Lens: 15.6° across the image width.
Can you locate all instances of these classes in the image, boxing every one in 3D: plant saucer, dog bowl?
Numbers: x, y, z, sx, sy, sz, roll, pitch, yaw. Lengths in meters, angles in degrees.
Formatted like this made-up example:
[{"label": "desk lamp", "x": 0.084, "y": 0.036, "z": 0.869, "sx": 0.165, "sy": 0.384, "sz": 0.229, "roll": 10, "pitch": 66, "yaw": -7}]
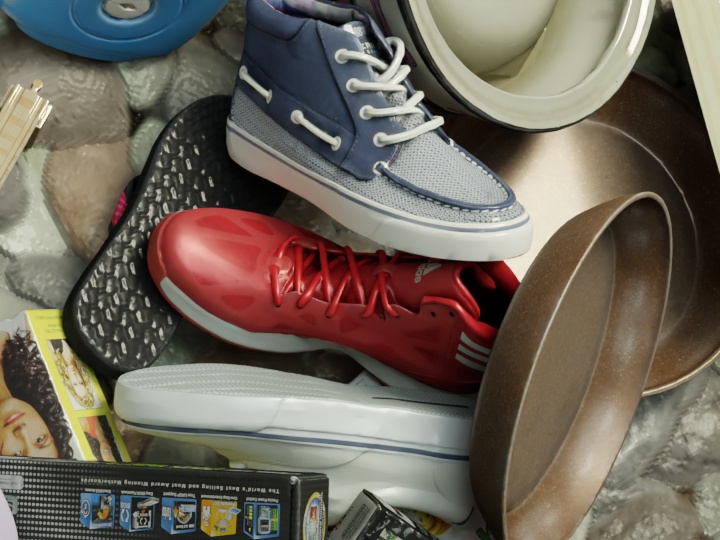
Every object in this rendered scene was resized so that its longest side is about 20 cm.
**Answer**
[{"label": "plant saucer", "x": 0.125, "y": -0.021, "z": 1.465, "sx": 0.200, "sy": 0.037, "sz": 0.201, "roll": 6, "pitch": 70, "yaw": -16}, {"label": "plant saucer", "x": 0.103, "y": 0.052, "z": 1.333, "sx": 0.034, "sy": 0.200, "sz": 0.201, "roll": 18, "pitch": 64, "yaw": 22}, {"label": "dog bowl", "x": 0.067, "y": -0.172, "z": 1.401, "sx": 0.200, "sy": 0.074, "sz": 0.201, "roll": 1, "pitch": 89, "yaw": -43}]

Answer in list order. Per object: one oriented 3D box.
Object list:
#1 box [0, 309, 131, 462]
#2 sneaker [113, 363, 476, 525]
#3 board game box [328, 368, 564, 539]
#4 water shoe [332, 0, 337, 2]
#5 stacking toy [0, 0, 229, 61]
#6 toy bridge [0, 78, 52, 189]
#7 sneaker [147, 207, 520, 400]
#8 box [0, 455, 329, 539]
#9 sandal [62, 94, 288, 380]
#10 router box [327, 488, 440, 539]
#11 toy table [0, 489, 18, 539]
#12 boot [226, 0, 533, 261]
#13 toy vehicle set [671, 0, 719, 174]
[{"label": "box", "x": -0.147, "y": 0.124, "z": 1.307, "sx": 0.075, "sy": 0.050, "sz": 0.200, "roll": -28, "pitch": 80, "yaw": 20}, {"label": "sneaker", "x": -0.027, "y": 0.092, "z": 1.319, "sx": 0.199, "sy": 0.073, "sz": 0.071, "roll": 9, "pitch": 99, "yaw": -12}, {"label": "board game box", "x": -0.005, "y": 0.140, "z": 1.371, "sx": 0.200, "sy": 0.035, "sz": 0.126, "roll": -40, "pitch": 88, "yaw": -24}, {"label": "water shoe", "x": 0.045, "y": -0.200, "z": 1.475, "sx": 0.200, "sy": 0.079, "sz": 0.072, "roll": -28, "pitch": 83, "yaw": -24}, {"label": "stacking toy", "x": -0.136, "y": -0.224, "z": 1.423, "sx": 0.116, "sy": 0.110, "sz": 0.200, "roll": 12, "pitch": 56, "yaw": -34}, {"label": "toy bridge", "x": -0.208, "y": -0.016, "z": 1.341, "sx": 0.027, "sy": 0.067, "sz": 0.200, "roll": 28, "pitch": 67, "yaw": -7}, {"label": "sneaker", "x": 0.000, "y": 0.000, "z": 1.331, "sx": 0.200, "sy": 0.116, "sz": 0.079, "roll": 18, "pitch": 62, "yaw": -18}, {"label": "box", "x": -0.116, "y": 0.170, "z": 1.243, "sx": 0.199, "sy": 0.044, "sz": 0.161, "roll": 2, "pitch": 88, "yaw": 19}, {"label": "sandal", "x": -0.102, "y": -0.020, "z": 1.382, "sx": 0.075, "sy": 0.045, "sz": 0.200, "roll": 44, "pitch": 52, "yaw": -13}, {"label": "router box", "x": 0.007, "y": 0.232, "z": 1.291, "sx": 0.149, "sy": 0.051, "sz": 0.200, "roll": 36, "pitch": 88, "yaw": -10}, {"label": "toy table", "x": -0.266, "y": 0.111, "z": 1.215, "sx": 0.200, "sy": 0.117, "sz": 0.184, "roll": 17, "pitch": 93, "yaw": 18}, {"label": "boot", "x": 0.007, "y": -0.075, "z": 1.323, "sx": 0.200, "sy": 0.091, "sz": 0.073, "roll": 24, "pitch": 30, "yaw": 36}, {"label": "toy vehicle set", "x": 0.218, "y": -0.086, "z": 1.474, "sx": 0.026, "sy": 0.124, "sz": 0.200, "roll": -19, "pitch": 75, "yaw": 19}]
